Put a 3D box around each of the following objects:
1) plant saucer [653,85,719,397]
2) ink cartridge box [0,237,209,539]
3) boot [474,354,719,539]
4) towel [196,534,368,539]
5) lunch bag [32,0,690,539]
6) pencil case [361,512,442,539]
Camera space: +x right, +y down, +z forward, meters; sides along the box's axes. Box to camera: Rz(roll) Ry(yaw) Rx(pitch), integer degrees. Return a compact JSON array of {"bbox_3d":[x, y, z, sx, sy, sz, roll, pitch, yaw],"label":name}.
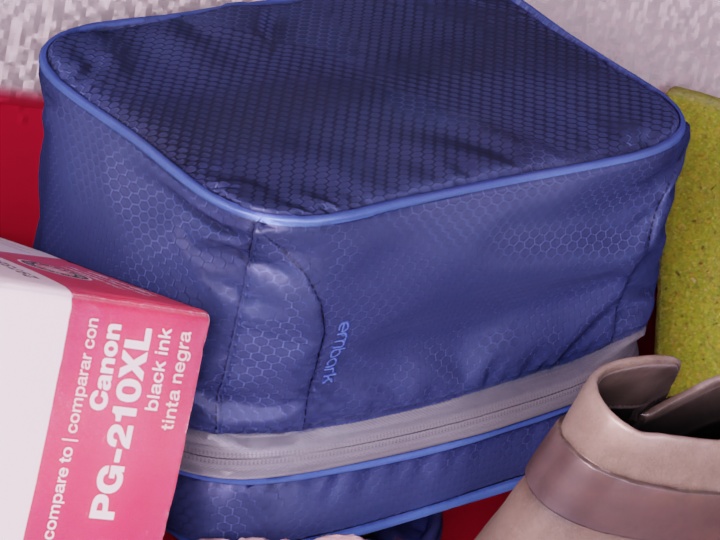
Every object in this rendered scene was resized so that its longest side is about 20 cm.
[{"bbox_3d":[0.179,0.055,1.007,0.200,0.048,0.200,37,46,-38],"label":"plant saucer"},{"bbox_3d":[-0.164,0.023,0.736,0.199,0.145,0.085,10,94,-39],"label":"ink cartridge box"},{"bbox_3d":[0.051,0.091,0.832,0.199,0.070,0.147,-13,139,-37],"label":"boot"},{"bbox_3d":[-0.097,0.160,0.758,0.032,0.199,0.192,53,43,-41],"label":"towel"},{"bbox_3d":[0.000,0.000,0.860,0.199,0.136,0.133,-12,125,-34],"label":"lunch bag"},{"bbox_3d":[-0.002,0.167,0.940,0.087,0.078,0.201,-63,148,-67],"label":"pencil case"}]
